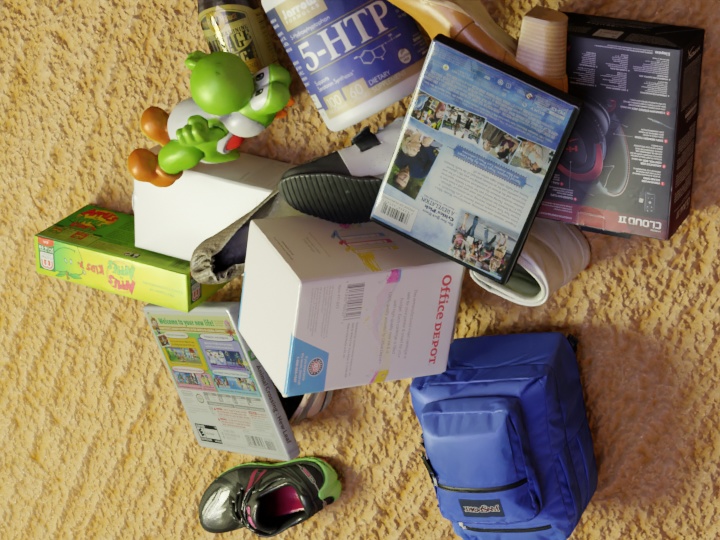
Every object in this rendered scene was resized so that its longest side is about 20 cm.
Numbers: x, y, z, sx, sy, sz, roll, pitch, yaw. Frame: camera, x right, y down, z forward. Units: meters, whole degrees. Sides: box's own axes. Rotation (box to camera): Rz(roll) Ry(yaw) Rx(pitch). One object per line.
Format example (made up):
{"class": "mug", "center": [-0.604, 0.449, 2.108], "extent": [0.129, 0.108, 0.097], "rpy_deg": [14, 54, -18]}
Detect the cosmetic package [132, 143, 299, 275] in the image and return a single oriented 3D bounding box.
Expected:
{"class": "cosmetic package", "center": [-0.136, -0.063, 1.652], "extent": [0.199, 0.085, 0.108], "rpy_deg": [17, 118, 23]}

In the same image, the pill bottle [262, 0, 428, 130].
{"class": "pill bottle", "center": [-0.023, -0.245, 1.474], "extent": [0.119, 0.120, 0.201], "rpy_deg": [-24, 100, 35]}

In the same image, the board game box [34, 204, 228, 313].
{"class": "board game box", "center": [-0.247, -0.015, 1.725], "extent": [0.199, 0.102, 0.048], "rpy_deg": [14, 118, 23]}

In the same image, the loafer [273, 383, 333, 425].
{"class": "loafer", "center": [-0.062, 0.098, 1.661], "extent": [0.072, 0.063, 0.201], "rpy_deg": [35, 146, 23]}

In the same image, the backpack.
{"class": "backpack", "center": [0.139, 0.184, 1.563], "extent": [0.162, 0.168, 0.201], "rpy_deg": [-2, 118, 31]}

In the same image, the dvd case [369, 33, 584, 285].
{"class": "dvd case", "center": [0.100, -0.095, 1.394], "extent": [0.142, 0.018, 0.201], "rpy_deg": [26, 126, 9]}

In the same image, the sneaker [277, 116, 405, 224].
{"class": "sneaker", "center": [0.021, -0.102, 1.495], "extent": [0.199, 0.089, 0.074], "rpy_deg": [-5, 142, 10]}

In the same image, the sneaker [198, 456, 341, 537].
{"class": "sneaker", "center": [-0.117, 0.263, 1.792], "extent": [0.199, 0.084, 0.077], "rpy_deg": [-22, 100, 34]}

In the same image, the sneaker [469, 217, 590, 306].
{"class": "sneaker", "center": [0.122, -0.053, 1.494], "extent": [0.200, 0.116, 0.074], "rpy_deg": [42, 127, 8]}

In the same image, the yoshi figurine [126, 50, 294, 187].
{"class": "yoshi figurine", "center": [-0.157, -0.159, 1.531], "extent": [0.199, 0.112, 0.113], "rpy_deg": [-24, 91, 40]}

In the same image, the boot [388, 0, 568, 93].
{"class": "boot", "center": [0.090, -0.178, 1.400], "extent": [0.200, 0.071, 0.145], "rpy_deg": [21, 121, 24]}

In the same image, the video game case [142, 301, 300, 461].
{"class": "video game case", "center": [-0.156, 0.119, 1.740], "extent": [0.200, 0.022, 0.183], "rpy_deg": [-1, 114, 56]}

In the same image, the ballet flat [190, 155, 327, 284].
{"class": "ballet flat", "center": [-0.088, -0.045, 1.549], "extent": [0.199, 0.046, 0.068], "rpy_deg": [-31, 106, 16]}

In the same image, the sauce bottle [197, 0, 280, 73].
{"class": "sauce bottle", "center": [-0.130, -0.250, 1.575], "extent": [0.066, 0.066, 0.201], "rpy_deg": [-13, 106, 33]}

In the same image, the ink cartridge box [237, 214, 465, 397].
{"class": "ink cartridge box", "center": [0.000, 0.025, 1.523], "extent": [0.125, 0.199, 0.129], "rpy_deg": [48, 136, 50]}

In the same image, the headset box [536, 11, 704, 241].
{"class": "headset box", "center": [0.225, -0.123, 1.427], "extent": [0.148, 0.075, 0.201], "rpy_deg": [11, 117, 26]}
